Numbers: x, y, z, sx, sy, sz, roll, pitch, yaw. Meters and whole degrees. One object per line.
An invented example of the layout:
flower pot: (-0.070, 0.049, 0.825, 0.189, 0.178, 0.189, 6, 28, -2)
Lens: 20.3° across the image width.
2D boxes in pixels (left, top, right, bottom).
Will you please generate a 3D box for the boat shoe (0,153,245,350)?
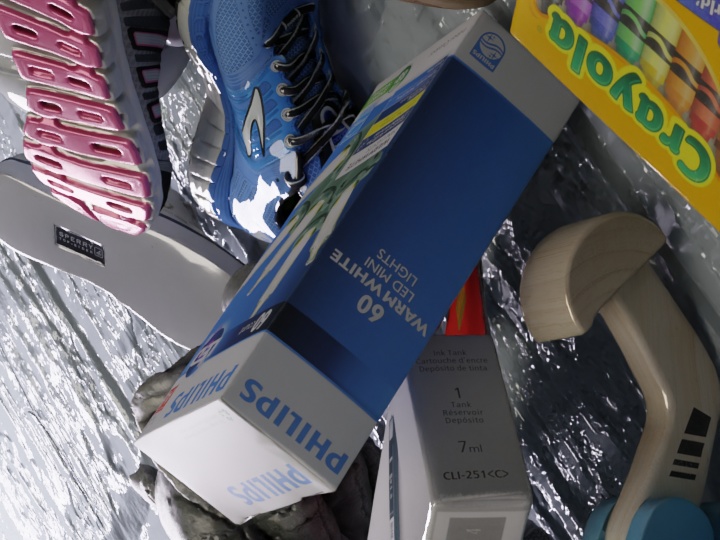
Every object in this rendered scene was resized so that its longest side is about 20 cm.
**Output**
boat shoe: (-0.122, -0.017, 1.141, 0.199, 0.066, 0.072, 22, 130, 24)

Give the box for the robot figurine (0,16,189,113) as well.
robot figurine: (-0.146, -0.159, 1.019, 0.169, 0.113, 0.202, 21, 129, 42)

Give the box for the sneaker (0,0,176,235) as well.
sneaker: (-0.116, -0.102, 0.943, 0.073, 0.088, 0.201, 16, 143, 20)

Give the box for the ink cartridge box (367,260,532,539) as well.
ink cartridge box: (0.027, 0.102, 0.878, 0.177, 0.044, 0.201, -99, 13, -48)

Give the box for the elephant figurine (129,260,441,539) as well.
elephant figurine: (-0.041, 0.061, 1.002, 0.142, 0.154, 0.202, -113, 16, -56)

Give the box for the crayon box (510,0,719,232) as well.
crayon box: (0.118, -0.103, 0.684, 0.126, 0.051, 0.201, 47, 147, 30)

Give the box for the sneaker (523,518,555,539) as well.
sneaker: (0.084, 0.213, 0.962, 0.202, 0.074, 0.082, 68, 157, 2)

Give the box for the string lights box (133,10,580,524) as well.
string lights box: (0.000, 0.000, 0.805, 0.059, 0.201, 0.103, 39, 153, -11)

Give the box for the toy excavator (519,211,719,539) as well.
toy excavator: (0.125, 0.103, 0.797, 0.193, 0.202, 0.100, 29, 159, -22)

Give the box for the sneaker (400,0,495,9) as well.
sneaker: (-0.030, -0.159, 0.821, 0.199, 0.071, 0.076, 25, 169, -1)

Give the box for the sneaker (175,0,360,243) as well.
sneaker: (-0.030, -0.086, 0.939, 0.089, 0.078, 0.201, 34, 146, 27)
